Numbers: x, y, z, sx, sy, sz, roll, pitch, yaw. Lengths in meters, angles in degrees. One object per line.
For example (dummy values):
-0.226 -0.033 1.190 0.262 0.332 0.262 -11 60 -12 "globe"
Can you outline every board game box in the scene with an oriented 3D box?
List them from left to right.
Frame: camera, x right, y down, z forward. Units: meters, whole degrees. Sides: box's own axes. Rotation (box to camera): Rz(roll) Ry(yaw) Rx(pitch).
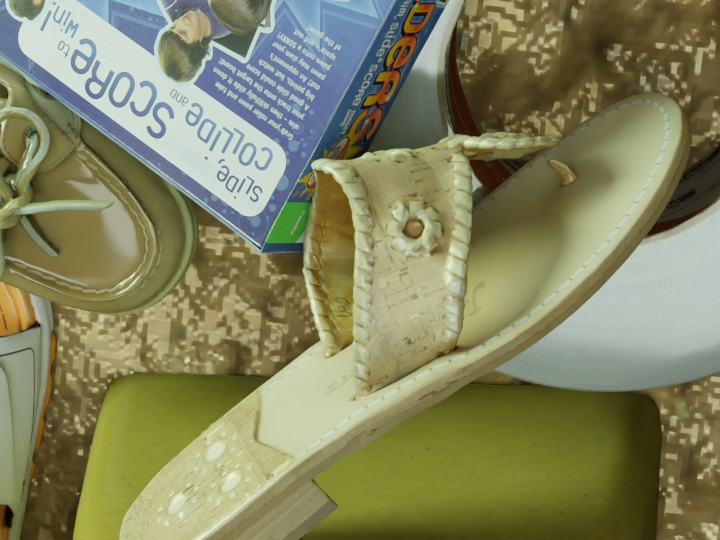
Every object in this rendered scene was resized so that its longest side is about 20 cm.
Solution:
-0.065 -0.115 0.800 0.200 0.034 0.136 37 107 23 "board game box"

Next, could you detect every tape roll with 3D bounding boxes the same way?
0.078 -0.066 0.828 0.199 0.066 0.201 2 105 6 "tape roll"

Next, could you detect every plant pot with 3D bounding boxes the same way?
-0.004 0.157 0.827 0.194 0.200 0.195 2 105 6 "plant pot"

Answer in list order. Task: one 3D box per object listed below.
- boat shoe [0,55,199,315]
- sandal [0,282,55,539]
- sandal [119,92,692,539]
-0.144 -0.046 0.830 0.199 0.063 0.073 31 103 -4 "boat shoe"
-0.149 0.075 0.890 0.079 0.059 0.208 4 105 4 "sandal"
0.002 0.002 0.749 0.212 0.078 0.070 -42 117 -5 "sandal"
